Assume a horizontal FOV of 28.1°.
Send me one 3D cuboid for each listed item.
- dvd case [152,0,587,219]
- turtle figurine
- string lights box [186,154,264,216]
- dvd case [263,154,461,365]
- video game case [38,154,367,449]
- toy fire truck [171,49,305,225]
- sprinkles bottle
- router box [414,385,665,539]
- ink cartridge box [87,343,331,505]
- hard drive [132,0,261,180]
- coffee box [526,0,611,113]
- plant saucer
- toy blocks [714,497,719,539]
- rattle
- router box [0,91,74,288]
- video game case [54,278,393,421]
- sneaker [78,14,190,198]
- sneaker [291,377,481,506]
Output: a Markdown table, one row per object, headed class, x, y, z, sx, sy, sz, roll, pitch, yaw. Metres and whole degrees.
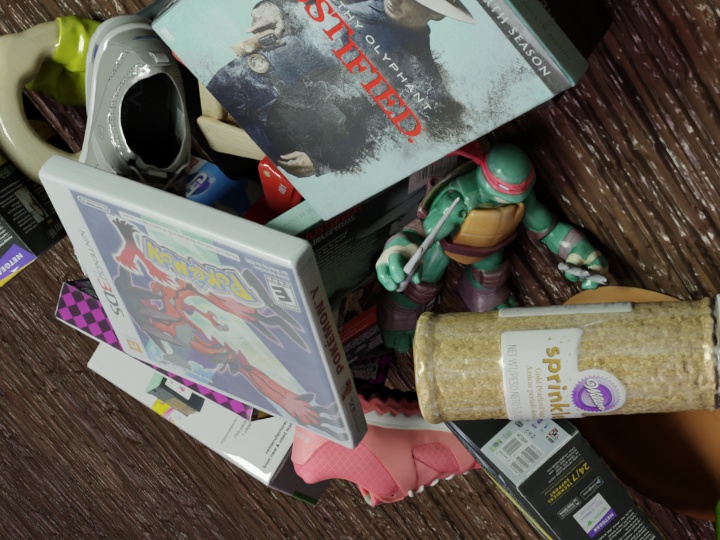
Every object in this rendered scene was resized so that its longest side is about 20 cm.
| class | x | y | z | sx | sy | sz | roll | pitch | yaw |
| --- | --- | --- | --- | --- | --- | --- | --- | --- | --- |
| dvd case | -0.004 | -0.113 | 0.712 | 0.146 | 0.022 | 0.200 | 49 | 140 | -14 |
| turtle figurine | 0.075 | -0.017 | 0.875 | 0.149 | 0.101 | 0.200 | 2 | 154 | -11 |
| string lights box | -0.088 | -0.009 | 1.076 | 0.200 | 0.103 | 0.059 | 24 | 148 | 29 |
| dvd case | 0.000 | 0.000 | 0.939 | 0.022 | 0.146 | 0.200 | 47 | 156 | 24 |
| video game case | -0.097 | 0.022 | 0.908 | 0.200 | 0.023 | 0.182 | 19 | 145 | 29 |
| toy fire truck | -0.061 | -0.080 | 0.933 | 0.141 | 0.049 | 0.200 | 39 | 152 | 6 |
| sprinkles bottle | 0.133 | 0.052 | 0.829 | 0.199 | 0.068 | 0.068 | -4 | 136 | 12 |
| router box | 0.129 | 0.142 | 0.949 | 0.157 | 0.052 | 0.200 | 50 | 177 | -21 |
| ink cartridge box | -0.116 | 0.110 | 1.245 | 0.200 | 0.084 | 0.145 | 30 | 174 | 20 |
| hard drive | -0.075 | -0.135 | 0.960 | 0.140 | 0.033 | 0.200 | 51 | 150 | -17 |
| coffee box | 0.017 | -0.131 | 0.773 | 0.200 | 0.080 | 0.113 | -12 | 121 | 46 |
| plant saucer | 0.201 | 0.096 | 0.932 | 0.200 | 0.037 | 0.200 | 30 | 149 | 20 |
| toy blocks | 0.289 | 0.197 | 0.886 | 0.136 | 0.100 | 0.200 | 4 | 145 | 2 |
| rattle | -0.219 | -0.079 | 1.084 | 0.143 | 0.130 | 0.200 | -19 | 95 | 45 |
| router box | -0.277 | -0.079 | 1.066 | 0.157 | 0.052 | 0.200 | 51 | -166 | -8 |
| video game case | -0.104 | 0.051 | 1.121 | 0.200 | 0.181 | 0.036 | 24 | 107 | 30 |
| sneaker | -0.150 | -0.064 | 0.959 | 0.082 | 0.075 | 0.200 | -136 | 40 | -55 |
| sneaker | 0.034 | 0.134 | 1.070 | 0.200 | 0.087 | 0.074 | 15 | -176 | -26 |
